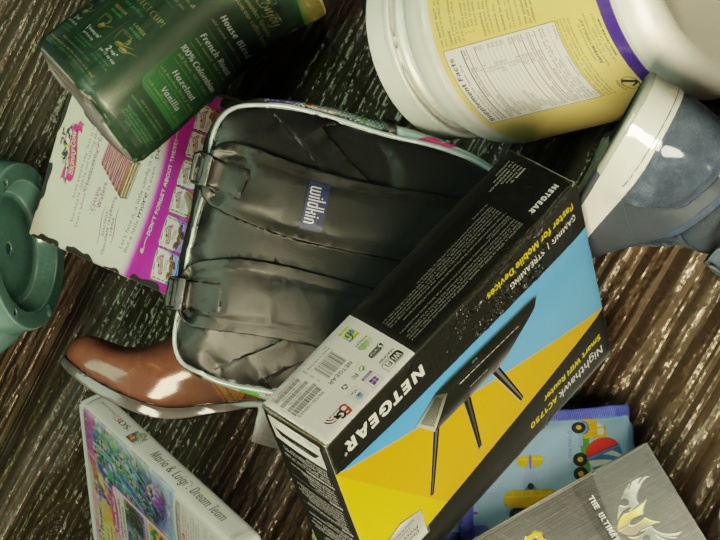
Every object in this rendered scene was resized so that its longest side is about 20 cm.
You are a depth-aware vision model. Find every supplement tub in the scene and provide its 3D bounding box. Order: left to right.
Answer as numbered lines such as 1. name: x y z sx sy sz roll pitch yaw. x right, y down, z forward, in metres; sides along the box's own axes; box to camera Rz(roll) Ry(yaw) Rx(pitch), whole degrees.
1. supplement tub: 0.115 -0.150 1.321 0.199 0.145 0.146 -11 73 43

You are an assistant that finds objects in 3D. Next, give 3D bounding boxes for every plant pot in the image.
1. plant pot: -0.293 -0.012 1.683 0.134 0.200 0.201 -3 77 19

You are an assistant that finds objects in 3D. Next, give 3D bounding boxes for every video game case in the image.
1. video game case: -0.114 0.200 1.488 0.182 0.024 0.201 37 140 43

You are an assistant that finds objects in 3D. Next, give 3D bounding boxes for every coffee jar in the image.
1. coffee jar: -0.102 -0.167 1.532 0.200 0.085 0.104 -39 42 -5

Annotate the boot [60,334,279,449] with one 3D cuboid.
1. boot: -0.079 0.000 1.485 0.187 0.068 0.201 14 92 13

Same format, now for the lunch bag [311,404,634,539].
1. lunch bag: 0.079 0.162 1.323 0.199 0.094 0.151 -10 61 17

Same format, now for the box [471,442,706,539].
1. box: 0.131 0.214 1.222 0.158 0.048 0.201 -29 65 0

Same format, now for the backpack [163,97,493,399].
1. backpack: 0.000 0.000 1.387 0.199 0.151 0.178 11 89 6

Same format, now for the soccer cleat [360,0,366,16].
1. soccer cleat: 0.061 -0.212 1.434 0.200 0.081 0.068 -32 60 36

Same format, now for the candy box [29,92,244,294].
1. candy box: -0.129 -0.060 1.604 0.200 0.061 0.137 22 97 44

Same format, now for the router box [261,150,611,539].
1. router box: 0.046 0.056 1.252 0.051 0.149 0.200 30 64 33

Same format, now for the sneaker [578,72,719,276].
1. sneaker: 0.186 -0.023 1.274 0.077 0.146 0.202 -63 1 -14

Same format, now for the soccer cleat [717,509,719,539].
1. soccer cleat: 0.256 0.144 1.169 0.200 0.070 0.087 36 107 43
